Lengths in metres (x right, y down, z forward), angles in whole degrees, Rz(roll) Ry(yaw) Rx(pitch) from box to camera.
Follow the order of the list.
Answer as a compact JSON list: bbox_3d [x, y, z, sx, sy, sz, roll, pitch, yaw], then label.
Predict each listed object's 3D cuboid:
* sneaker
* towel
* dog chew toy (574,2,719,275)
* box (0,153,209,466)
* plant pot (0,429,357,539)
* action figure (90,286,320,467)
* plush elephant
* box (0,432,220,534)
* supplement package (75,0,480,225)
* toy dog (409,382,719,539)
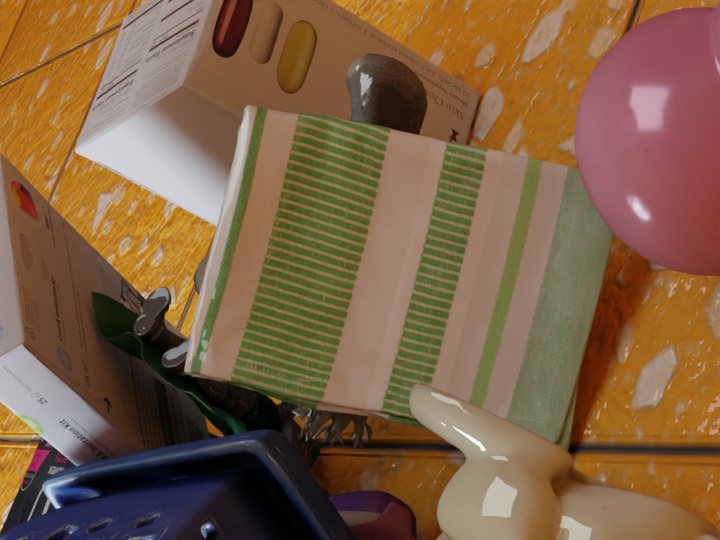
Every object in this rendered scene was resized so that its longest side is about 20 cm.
[{"bbox_3d":[-0.037,0.154,1.031,0.200,0.080,0.088,-33,30,48],"label":"sneaker"},{"bbox_3d":[0.022,0.006,0.906,0.023,0.200,0.153,-7,-71,-90],"label":"towel"},{"bbox_3d":[0.193,-0.082,0.788,0.200,0.125,0.125,-33,36,32],"label":"dog chew toy"},{"bbox_3d":[-0.155,0.049,1.025,0.041,0.200,0.156,-29,45,11],"label":"box"},{"bbox_3d":[-0.096,0.197,0.898,0.200,0.200,0.180,-15,27,41],"label":"plant pot"},{"bbox_3d":[-0.072,0.078,1.056,0.055,0.200,0.118,-43,56,-3],"label":"action figure"},{"bbox_3d":[0.000,0.000,1.006,0.200,0.165,0.155,-62,22,-6],"label":"plush elephant"},{"bbox_3d":[-0.182,0.192,1.227,0.122,0.106,0.200,-6,60,61],"label":"box"},{"bbox_3d":[-0.054,-0.097,1.163,0.156,0.200,0.111,-21,47,55],"label":"supplement package"},{"bbox_3d":[0.066,0.180,0.769,0.194,0.140,0.200,24,83,28],"label":"toy dog"}]
